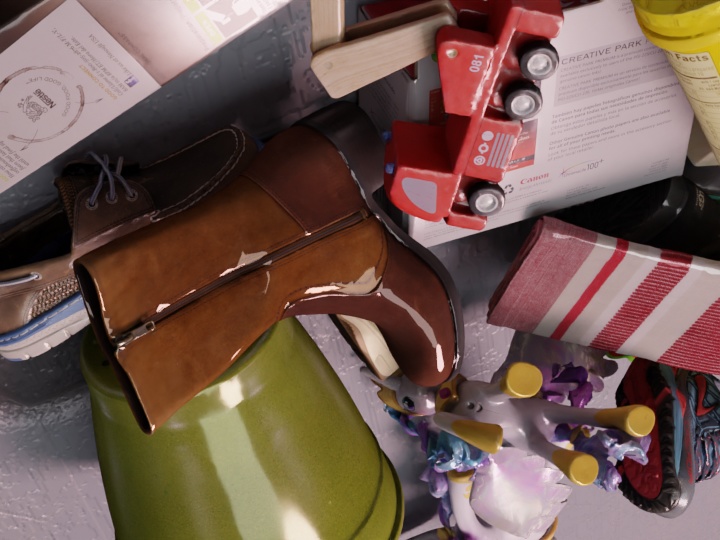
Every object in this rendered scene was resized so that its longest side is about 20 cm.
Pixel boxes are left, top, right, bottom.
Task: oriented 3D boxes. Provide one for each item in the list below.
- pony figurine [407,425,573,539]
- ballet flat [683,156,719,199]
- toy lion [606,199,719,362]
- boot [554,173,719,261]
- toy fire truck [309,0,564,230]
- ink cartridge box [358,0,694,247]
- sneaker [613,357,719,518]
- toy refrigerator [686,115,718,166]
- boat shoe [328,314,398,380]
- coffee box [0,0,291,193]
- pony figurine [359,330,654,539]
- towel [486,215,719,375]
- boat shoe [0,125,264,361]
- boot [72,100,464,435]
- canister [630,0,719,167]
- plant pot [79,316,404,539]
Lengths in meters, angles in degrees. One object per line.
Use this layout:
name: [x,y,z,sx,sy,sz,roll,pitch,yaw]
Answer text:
pony figurine: [0.104,0.224,1.155,0.192,0.167,0.201,-19,123,-20]
ballet flat: [0.297,-0.092,0.996,0.199,0.073,0.073,-1,133,-37]
toy lion: [0.277,0.005,1.095,0.199,0.069,0.192,3,138,-30]
boot: [0.234,0.015,0.998,0.199,0.066,0.165,27,145,-26]
toy fire truck: [0.027,-0.115,0.713,0.140,0.049,0.201,10,130,-10]
ink cartridge box: [0.104,-0.124,0.837,0.199,0.084,0.176,-15,136,-17]
sneaker: [0.245,0.117,1.025,0.095,0.200,0.080,24,118,-1]
toy refrigerator: [0.282,-0.152,0.871,0.070,0.076,0.200,-7,154,-47]
boat shoe: [0.000,0.000,0.919,0.065,0.072,0.200,-37,142,-5]
coffee box: [-0.137,-0.136,0.659,0.199,0.113,0.080,-33,139,4]
pony figurine: [0.115,0.106,0.998,0.192,0.200,0.168,20,82,-25]
towel: [0.194,0.021,0.924,0.198,0.023,0.144,13,154,-5]
boat shoe: [-0.145,-0.026,0.801,0.199,0.072,0.073,-36,129,-1]
boot: [-0.042,0.029,0.779,0.200,0.068,0.189,-38,119,-31]
canister: [0.247,-0.119,0.767,0.148,0.087,0.200,-20,137,20]
plant pot: [-0.089,0.104,0.893,0.199,0.201,0.194,-23,128,-8]
